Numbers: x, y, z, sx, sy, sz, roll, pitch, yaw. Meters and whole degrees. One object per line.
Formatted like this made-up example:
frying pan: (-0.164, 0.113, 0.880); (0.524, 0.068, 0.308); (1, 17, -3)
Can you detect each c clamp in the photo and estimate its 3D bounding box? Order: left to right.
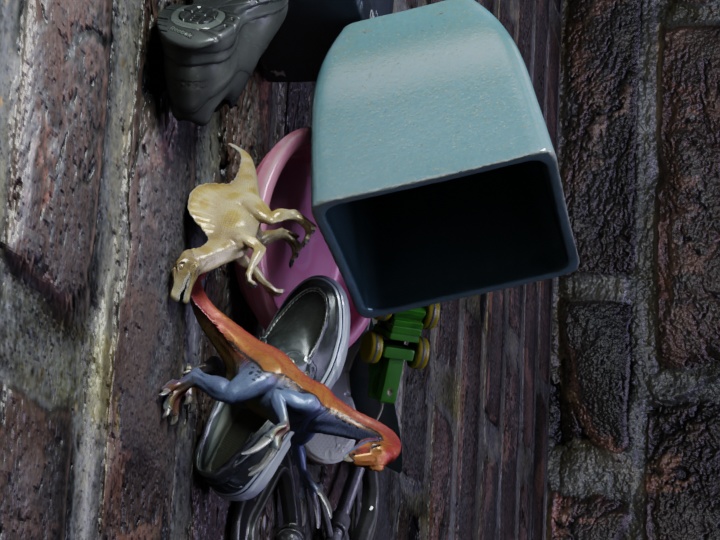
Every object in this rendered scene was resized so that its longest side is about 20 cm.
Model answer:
c clamp: (-0.084, 0.254, 1.663); (0.200, 0.027, 0.172); (-67, 149, -56)
c clamp: (-0.006, 0.246, 1.950); (0.200, 0.027, 0.172); (-63, 150, -62)

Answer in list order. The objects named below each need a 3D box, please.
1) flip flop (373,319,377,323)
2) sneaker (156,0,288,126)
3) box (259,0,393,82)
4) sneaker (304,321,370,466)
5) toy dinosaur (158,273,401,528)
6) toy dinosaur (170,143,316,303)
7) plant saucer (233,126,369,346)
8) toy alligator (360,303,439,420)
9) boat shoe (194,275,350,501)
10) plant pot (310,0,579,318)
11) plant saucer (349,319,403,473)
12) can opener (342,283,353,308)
flip flop: (0.015, 0.000, 1.928); (0.058, 0.080, 0.201); (-107, 180, -53)
sneaker: (-0.110, -0.174, 1.463); (0.200, 0.075, 0.092); (-49, 148, -60)
box: (-0.039, -0.299, 1.635); (0.197, 0.116, 0.202); (66, 29, -61)
sneaker: (-0.040, 0.092, 1.790); (0.082, 0.076, 0.202); (128, -29, -66)
toy dinosaur: (-0.057, 0.095, 1.421); (0.105, 0.180, 0.202); (21, 70, -76)
toy dinosaur: (-0.088, -0.043, 1.490); (0.058, 0.101, 0.201); (-56, -171, 40)
plant saucer: (-0.048, -0.024, 1.641); (0.200, 0.050, 0.203); (-2, 92, -57)
toy alligator: (0.026, 0.077, 1.754); (0.054, 0.059, 0.202); (-135, -123, -65)
boat shoe: (-0.069, 0.091, 1.519); (0.201, 0.072, 0.071); (-66, 156, -12)
plant pot: (0.060, -0.108, 1.569); (0.197, 0.194, 0.201); (66, 13, -59)
plant saucer: (-0.002, 0.109, 1.878); (0.201, 0.038, 0.203); (165, -90, -82)
can opener: (0.000, 0.000, 1.758); (0.200, 0.067, 0.054); (-49, 156, -27)
